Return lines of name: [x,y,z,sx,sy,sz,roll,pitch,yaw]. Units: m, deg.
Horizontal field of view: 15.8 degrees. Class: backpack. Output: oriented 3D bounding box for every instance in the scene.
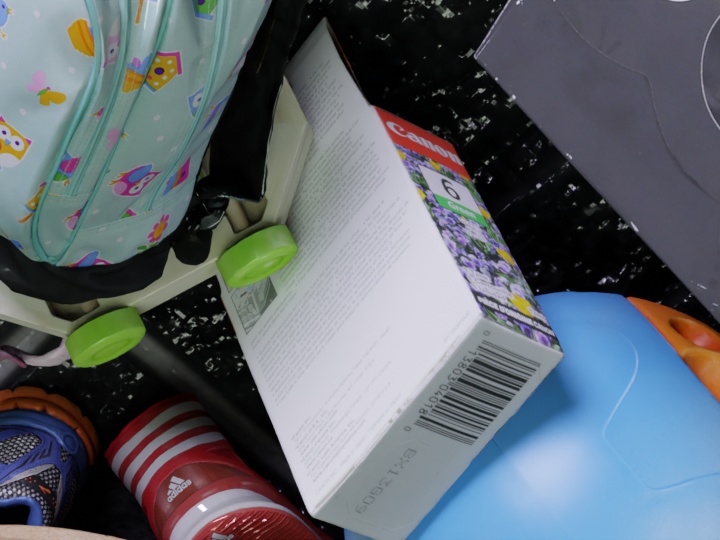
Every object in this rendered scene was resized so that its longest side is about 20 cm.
backpack: [-0.103,-0.094,0.924,0.167,0.126,0.200,43,137,10]

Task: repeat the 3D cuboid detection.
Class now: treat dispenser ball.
treat dispenser ball: [0.093,0.109,1.075,0.200,0.201,0.202,0,117,1]

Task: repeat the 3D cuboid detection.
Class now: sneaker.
sneaker: [-0.044,0.116,1.161,0.078,0.116,0.200,-34,144,-2]
sneaker: [-0.204,0.129,1.158,0.200,0.079,0.075,-40,109,18]

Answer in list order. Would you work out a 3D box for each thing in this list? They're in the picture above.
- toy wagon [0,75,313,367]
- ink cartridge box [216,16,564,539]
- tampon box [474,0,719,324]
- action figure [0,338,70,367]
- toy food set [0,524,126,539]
toy wagon: [-0.122,-0.040,1.043,0.199,0.040,0.156,-28,77,2]
ink cartridge box: [0.000,0.000,1.040,0.050,0.200,0.109,23,117,-35]
tampon box: [0.174,-0.081,0.941,0.150,0.200,0.126,48,124,25]
action figure: [-0.236,0.055,1.128,0.148,0.134,0.200,1,131,-40]
toy food set: [-0.112,0.163,1.078,0.199,0.049,0.198,-5,148,24]
